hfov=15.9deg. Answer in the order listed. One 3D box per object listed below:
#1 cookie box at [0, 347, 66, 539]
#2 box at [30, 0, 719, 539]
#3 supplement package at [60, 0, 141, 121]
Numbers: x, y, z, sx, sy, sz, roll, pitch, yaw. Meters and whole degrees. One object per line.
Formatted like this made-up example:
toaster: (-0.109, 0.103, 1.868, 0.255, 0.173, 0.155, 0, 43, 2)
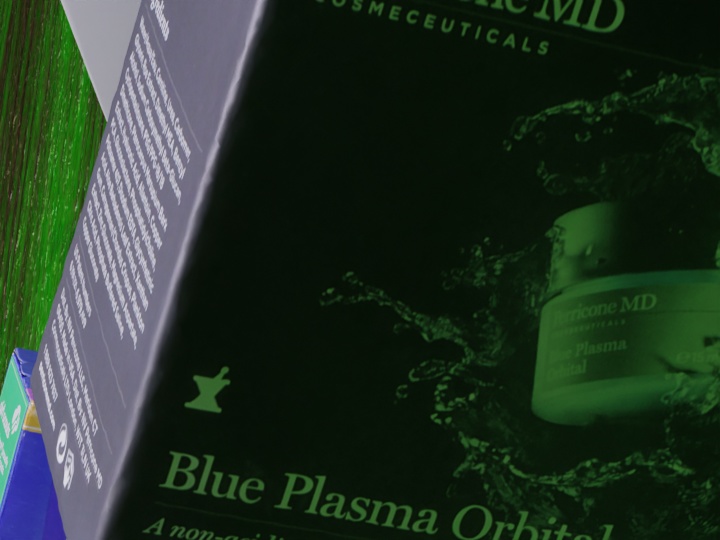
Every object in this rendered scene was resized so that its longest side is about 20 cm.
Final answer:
cookie box: (-0.100, 0.153, 1.174, 0.075, 0.170, 0.201, -134, 58, -67)
box: (0.036, -0.010, 0.669, 0.118, 0.195, 0.201, -115, 39, -61)
supplement package: (-0.082, -0.165, 1.288, 0.200, 0.119, 0.122, 76, -165, -59)
